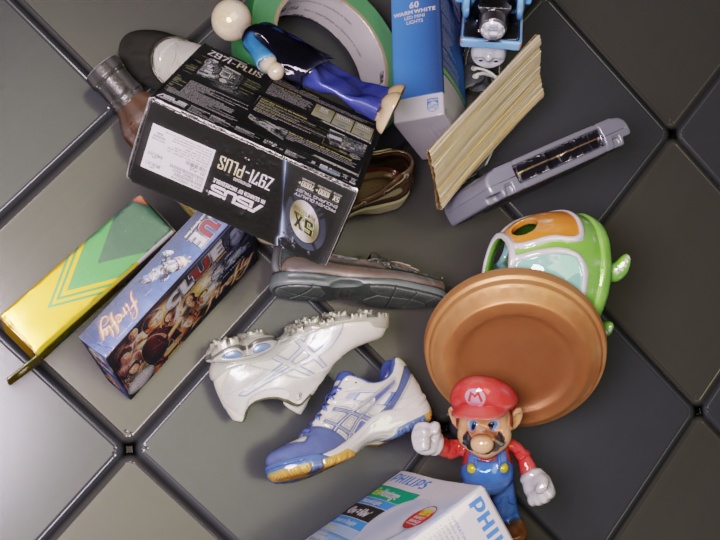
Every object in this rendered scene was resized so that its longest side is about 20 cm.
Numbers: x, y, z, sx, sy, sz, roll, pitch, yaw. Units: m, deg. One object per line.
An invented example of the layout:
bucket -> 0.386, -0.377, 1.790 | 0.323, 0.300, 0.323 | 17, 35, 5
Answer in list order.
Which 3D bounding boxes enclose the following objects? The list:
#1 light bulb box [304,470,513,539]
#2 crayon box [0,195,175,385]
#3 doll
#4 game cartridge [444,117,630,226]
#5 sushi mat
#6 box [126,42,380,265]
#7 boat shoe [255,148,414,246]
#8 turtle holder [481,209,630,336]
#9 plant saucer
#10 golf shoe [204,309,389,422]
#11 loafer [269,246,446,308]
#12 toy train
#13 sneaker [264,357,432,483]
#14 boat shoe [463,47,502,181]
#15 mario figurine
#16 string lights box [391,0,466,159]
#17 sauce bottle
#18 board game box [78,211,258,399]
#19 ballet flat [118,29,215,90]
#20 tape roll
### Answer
light bulb box -> 0.032, 0.307, 0.963 | 0.199, 0.198, 0.126 | -31, 95, -22
crayon box -> -0.272, 0.022, 0.933 | 0.051, 0.127, 0.200 | 47, 70, -6
doll -> -0.055, -0.201, 0.951 | 0.199, 0.137, 0.049 | 27, 112, -2
game cartridge -> 0.195, -0.111, 1.118 | 0.199, 0.133, 0.041 | -24, 83, -22
sushi mat -> 0.141, -0.162, 1.074 | 0.012, 0.096, 0.200 | 30, 67, 32
box -> -0.093, -0.113, 0.921 | 0.198, 0.087, 0.164 | 23, 31, -4
boat shoe -> -0.029, -0.089, 1.052 | 0.201, 0.075, 0.075 | -23, 70, -30
turtle holder -> 0.203, 0.019, 1.114 | 0.130, 0.186, 0.142 | 6, 46, -19
plant saucer -> 0.166, 0.093, 1.061 | 0.199, 0.200, 0.038 | 36, 28, -11
golf shoe -> -0.059, 0.098, 1.031 | 0.198, 0.078, 0.098 | -14, 89, -12
loafer -> 0.000, 0.000, 1.068 | 0.198, 0.072, 0.064 | 5, 68, -15
toy train -> 0.152, -0.321, 1.116 | 0.086, 0.115, 0.202 | 3, 58, 6
sneaker -> -0.023, 0.157, 1.041 | 0.199, 0.075, 0.089 | -20, 81, -30
boat shoe -> 0.138, -0.199, 1.150 | 0.075, 0.060, 0.202 | 12, 79, -18
mario figurine -> 0.128, 0.206, 1.028 | 0.123, 0.106, 0.202 | -18, 115, -24
string lights box -> 0.077, -0.238, 1.090 | 0.058, 0.103, 0.202 | -8, 71, 19
sauce bottle -> -0.201, -0.133, 1.015 | 0.065, 0.065, 0.200 | -43, 99, -20
board game box -> -0.180, 0.023, 0.961 | 0.034, 0.136, 0.200 | 36, 71, 13
ballet flat -> -0.159, -0.202, 1.038 | 0.199, 0.068, 0.068 | 28, 74, -14
tape roll -> -0.042, -0.226, 1.061 | 0.199, 0.048, 0.202 | 15, 63, -32
